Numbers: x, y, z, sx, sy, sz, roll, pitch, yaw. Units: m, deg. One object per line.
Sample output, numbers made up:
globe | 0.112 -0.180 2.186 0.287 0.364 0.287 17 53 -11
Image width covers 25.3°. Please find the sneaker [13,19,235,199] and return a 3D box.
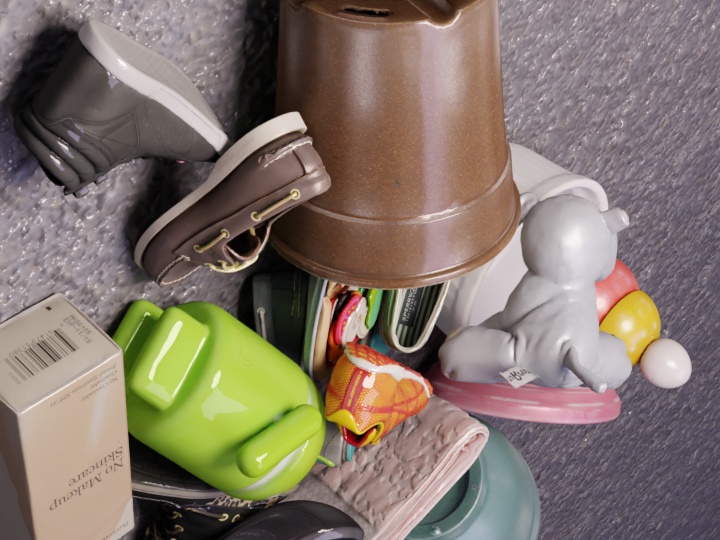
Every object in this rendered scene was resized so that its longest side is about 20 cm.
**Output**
sneaker | -0.155 -0.090 1.051 0.099 0.071 0.200 -42 157 9

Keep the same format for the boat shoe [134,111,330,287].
boat shoe | -0.091 -0.034 1.123 0.072 0.060 0.200 -25 169 -48

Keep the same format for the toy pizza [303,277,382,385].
toy pizza | 0.000 0.000 1.308 0.200 0.031 0.202 17 90 -81

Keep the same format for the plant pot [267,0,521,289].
plant pot | 0.020 -0.125 1.143 0.200 0.200 0.200 -32 137 -32

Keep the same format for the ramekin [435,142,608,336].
ramekin | 0.129 -0.020 1.490 0.200 0.097 0.202 -36 146 -29

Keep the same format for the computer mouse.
computer mouse | -0.096 0.234 1.334 0.198 0.053 0.139 -20 152 1

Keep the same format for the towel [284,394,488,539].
towel | 0.005 0.181 1.451 0.191 0.200 0.032 -46 118 -9

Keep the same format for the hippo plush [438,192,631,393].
hippo plush | 0.148 0.016 1.357 0.200 0.158 0.163 10 83 -73

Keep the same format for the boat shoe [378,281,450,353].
boat shoe | 0.063 -0.024 1.369 0.062 0.071 0.202 -135 -124 -79

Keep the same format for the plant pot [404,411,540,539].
plant pot | 0.068 0.216 1.539 0.200 0.200 0.134 -47 156 -10

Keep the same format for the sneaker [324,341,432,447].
sneaker | 0.007 0.104 1.309 0.078 0.073 0.200 -65 163 -1

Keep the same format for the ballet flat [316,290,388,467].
ballet flat | -0.013 0.080 1.419 0.068 0.063 0.201 88 19 -54

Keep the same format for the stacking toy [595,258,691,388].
stacking toy | 0.257 0.050 1.642 0.146 0.200 0.147 -35 146 -28

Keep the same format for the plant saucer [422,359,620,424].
plant saucer | 0.160 0.108 1.591 0.200 0.199 0.051 -1 100 -54

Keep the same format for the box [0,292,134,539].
box | -0.224 0.126 1.161 0.095 0.078 0.201 -33 145 -31

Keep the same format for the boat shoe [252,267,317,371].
boat shoe | -0.075 0.074 1.358 0.061 0.073 0.201 7 135 -8

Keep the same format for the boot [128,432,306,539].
boot | -0.159 0.205 1.344 0.202 0.074 0.154 8 129 -41

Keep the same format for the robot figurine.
robot figurine | -0.106 0.101 1.233 0.200 0.175 0.116 40 69 -39
